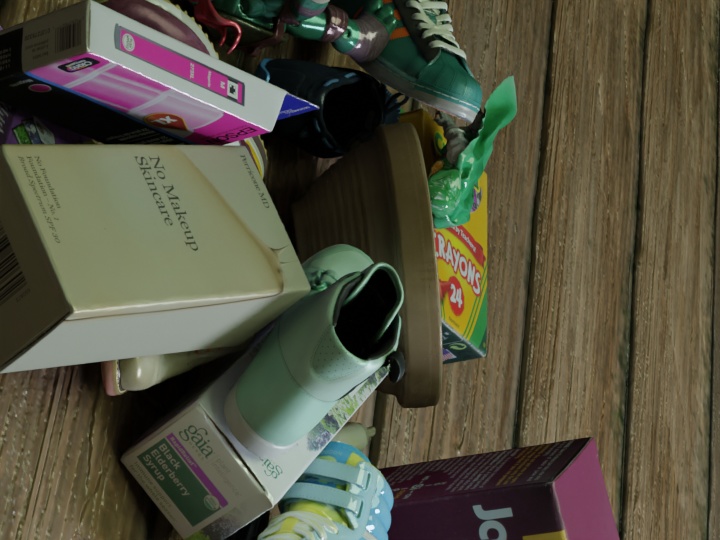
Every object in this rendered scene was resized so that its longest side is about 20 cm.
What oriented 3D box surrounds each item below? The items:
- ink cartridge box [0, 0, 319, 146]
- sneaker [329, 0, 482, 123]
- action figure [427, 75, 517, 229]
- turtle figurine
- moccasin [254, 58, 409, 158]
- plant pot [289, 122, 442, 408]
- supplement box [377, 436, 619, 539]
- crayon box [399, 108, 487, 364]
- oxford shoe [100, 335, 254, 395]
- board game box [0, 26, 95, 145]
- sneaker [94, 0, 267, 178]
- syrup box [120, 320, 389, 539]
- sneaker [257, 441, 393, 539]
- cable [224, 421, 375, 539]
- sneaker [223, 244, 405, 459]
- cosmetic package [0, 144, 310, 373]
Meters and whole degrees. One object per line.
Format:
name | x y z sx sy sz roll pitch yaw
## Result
ink cartridge box | -0.120 -0.099 1.195 0.199 0.094 0.037 18 66 -50
sneaker | 0.034 -0.181 1.542 0.071 0.080 0.200 18 18 -42
action figure | 0.072 -0.078 1.563 0.200 0.054 0.119 -58 165 -71
turtle figurine | -0.068 -0.199 1.446 0.150 0.101 0.200 46 15 31
moccasin | -0.013 -0.109 1.530 0.200 0.068 0.081 -6 110 -64
plant pot | 0.000 0.000 1.467 0.201 0.092 0.202 174 -90 -87
supplement box | 0.075 0.204 1.458 0.103 0.199 0.132 -30 107 -63
crayon box | 0.056 -0.040 1.686 0.127 0.050 0.201 38 47 -53
oxford shoe | -0.104 0.026 1.263 0.200 0.073 0.071 -53 144 -69
board game box | -0.195 -0.053 1.201 0.200 0.032 0.121 54 39 -43
sneaker | -0.117 -0.088 1.320 0.200 0.075 0.091 52 31 -42
syrup box | -0.061 0.087 1.329 0.079 0.081 0.200 51 35 -5
sneaker | -0.044 0.167 1.315 0.200 0.079 0.132 26 69 -62
cable | -0.050 0.127 1.403 0.200 0.050 0.098 -33 107 -62
sneaker | -0.001 0.026 1.275 0.074 0.118 0.201 44 33 -10
cosmetic package | -0.129 -0.010 1.152 0.199 0.073 0.104 -7 66 -54
